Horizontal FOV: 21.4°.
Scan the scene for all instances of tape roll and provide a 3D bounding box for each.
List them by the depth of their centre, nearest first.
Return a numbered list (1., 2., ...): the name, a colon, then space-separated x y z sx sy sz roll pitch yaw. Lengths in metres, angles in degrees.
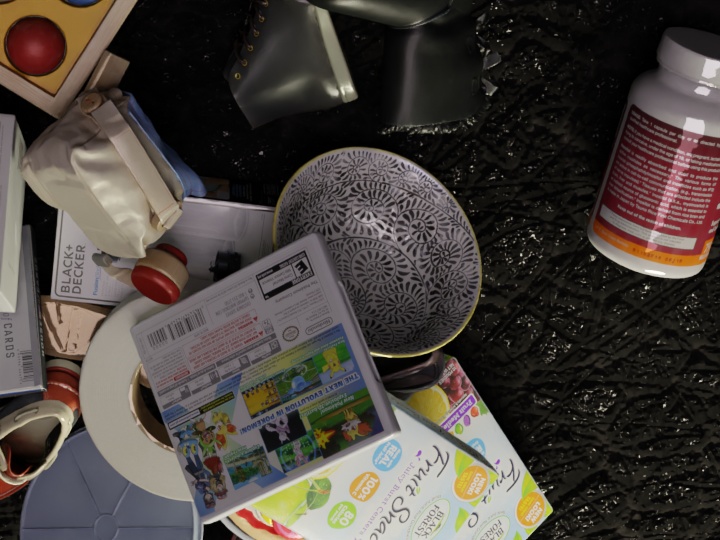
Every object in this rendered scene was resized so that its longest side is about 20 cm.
1. tape roll: -0.151 0.108 1.701 0.201 0.037 0.205 1 107 4

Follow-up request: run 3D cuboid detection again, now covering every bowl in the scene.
1. bowl: 0.000 0.000 1.699 0.199 0.202 0.094 23 149 -14

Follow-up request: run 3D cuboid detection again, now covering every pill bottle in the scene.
1. pill bottle: 0.278 -0.105 1.683 0.112 0.113 0.202 11 114 -9

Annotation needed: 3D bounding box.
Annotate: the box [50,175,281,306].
1. box: -0.175 -0.025 1.716 0.198 0.060 0.118 8 113 -7

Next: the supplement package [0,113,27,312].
1. supplement package: -0.390 -0.052 1.611 0.198 0.152 0.152 4 82 -5

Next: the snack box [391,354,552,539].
1. snack box: 0.078 0.197 1.804 0.142 0.053 0.201 -41 114 -19

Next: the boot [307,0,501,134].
1. boot: 0.031 -0.194 1.611 0.197 0.073 0.164 -16 119 -33

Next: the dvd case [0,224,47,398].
1. dvd case: -0.382 0.046 1.702 0.198 0.025 0.152 -7 78 4

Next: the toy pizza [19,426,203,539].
1. toy pizza: -0.232 0.243 1.797 0.198 0.032 0.202 -4 80 23

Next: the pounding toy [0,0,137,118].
1. pounding toy: -0.296 -0.235 1.568 0.199 0.142 0.185 31 108 -16

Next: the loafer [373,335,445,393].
1. loafer: -0.021 0.084 1.731 0.198 0.063 0.073 -6 76 -1

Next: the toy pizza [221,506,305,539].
1. toy pizza: -0.053 0.172 1.796 0.198 0.032 0.202 -3 103 -14

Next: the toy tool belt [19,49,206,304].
1. toy tool belt: -0.184 -0.078 1.602 0.124 0.123 0.200 7 146 39

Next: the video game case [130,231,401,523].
1. video game case: -0.083 0.092 1.607 0.199 0.022 0.184 -26 79 22

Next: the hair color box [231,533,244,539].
1. hair color box: -0.043 0.326 1.882 0.198 0.061 0.102 22 111 -14

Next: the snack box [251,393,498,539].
1. snack box: 0.005 0.182 1.688 0.199 0.053 0.143 35 95 -28

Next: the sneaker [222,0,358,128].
1. sneaker: -0.081 -0.217 1.627 0.105 0.075 0.201 -20 115 3

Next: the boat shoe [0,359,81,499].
1. boat shoe: -0.311 0.160 1.761 0.071 0.063 0.200 25 133 -20

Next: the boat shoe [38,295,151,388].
1. boat shoe: -0.214 0.060 1.749 0.198 0.065 0.073 13 103 -7
